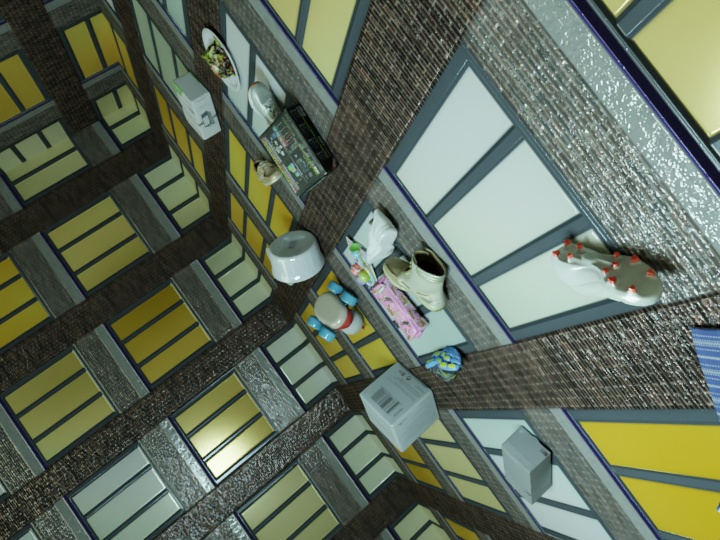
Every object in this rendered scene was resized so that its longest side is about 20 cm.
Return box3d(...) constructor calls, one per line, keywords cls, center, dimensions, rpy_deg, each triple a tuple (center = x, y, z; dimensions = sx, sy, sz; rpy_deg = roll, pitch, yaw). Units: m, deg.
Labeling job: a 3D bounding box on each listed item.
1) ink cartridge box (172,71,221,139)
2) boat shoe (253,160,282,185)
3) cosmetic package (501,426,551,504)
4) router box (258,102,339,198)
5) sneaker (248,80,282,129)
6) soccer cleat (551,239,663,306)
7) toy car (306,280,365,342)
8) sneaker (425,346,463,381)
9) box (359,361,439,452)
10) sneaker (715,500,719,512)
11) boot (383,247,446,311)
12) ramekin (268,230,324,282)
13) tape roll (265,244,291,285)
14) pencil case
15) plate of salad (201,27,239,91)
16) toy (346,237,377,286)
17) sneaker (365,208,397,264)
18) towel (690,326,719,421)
box3d(cls="ink cartridge box", center=(-0.628, -0.632, 2.203), dimensions=(0.146, 0.083, 0.201), rpy_deg=(47, 160, 23))
box3d(cls="boat shoe", center=(-0.326, -0.343, 1.963), dimensions=(0.070, 0.074, 0.199), rpy_deg=(56, 164, -27))
box3d(cls="cosmetic package", center=(0.443, 0.520, 1.520), dimensions=(0.107, 0.090, 0.202), rpy_deg=(40, 160, 44))
box3d(cls="router box", center=(-0.166, -0.319, 1.529), dimensions=(0.149, 0.062, 0.202), rpy_deg=(-27, 98, 46))
box3d(cls="sneaker", center=(-0.237, -0.435, 1.594), dimensions=(0.091, 0.076, 0.201), rpy_deg=(25, 154, 42))
box3d(cls="soccer cleat", center=(0.366, 0.012, 0.849), dimensions=(0.078, 0.069, 0.200), rpy_deg=(58, 170, -28))
box3d(cls="toy car", center=(-0.063, 0.174, 2.139), dimensions=(0.199, 0.186, 0.176), rpy_deg=(31, -178, -43))
box3d(cls="sneaker", center=(0.249, 0.268, 1.612), dimensions=(0.082, 0.071, 0.200), rpy_deg=(40, 163, -1))
box3d(cls="box", center=(0.142, 0.486, 2.046), dimensions=(0.198, 0.199, 0.173), rpy_deg=(34, 152, 45))
box3d(cls="sneaker", center=(0.593, 0.335, 0.826), dimensions=(0.085, 0.077, 0.201), rpy_deg=(40, 158, 26))
box3d(cls="boot", center=(0.132, -0.003, 1.402), dimensions=(0.199, 0.072, 0.156), rpy_deg=(39, 157, 28))
box3d(cls="ramekin", center=(-0.235, -0.057, 2.055), dimensions=(0.200, 0.198, 0.099), rpy_deg=(36, 148, 44))
box3d(cls="tape roll", center=(-0.338, -0.037, 2.547), dimensions=(0.203, 0.070, 0.204), rpy_deg=(48, 161, 21))
box3d(cls="pencil case", center=(0.112, 0.105, 1.635), dimensions=(0.201, 0.086, 0.083), rpy_deg=(53, 131, 5))
box3d(cls="plate of salad", center=(-0.437, -0.641, 1.757), dimensions=(0.200, 0.048, 0.201), rpy_deg=(48, 160, 23))
box3d(cls="toy", center=(0.000, 0.000, 1.783), dimensions=(0.115, 0.047, 0.202), rpy_deg=(40, 157, 42))
box3d(cls="sneaker", center=(0.045, -0.091, 1.496), dimensions=(0.090, 0.074, 0.201), rpy_deg=(62, 159, 18))
box3d(cls="towel", center=(0.522, 0.169, 0.742), dimensions=(0.204, 0.023, 0.144), rpy_deg=(69, 163, -4))
